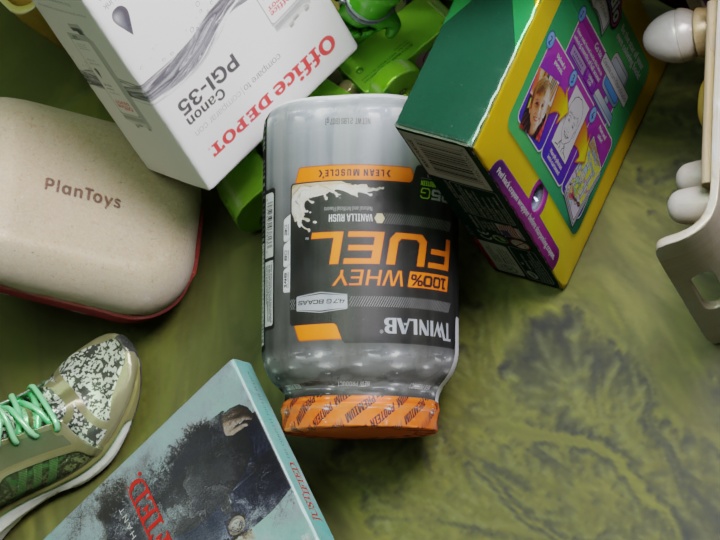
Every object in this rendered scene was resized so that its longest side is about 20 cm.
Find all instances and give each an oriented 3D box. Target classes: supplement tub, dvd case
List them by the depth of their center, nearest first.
[{"bbox_3d":[-0.111,0.171,1.679,0.200,0.022,0.146,-43,54,24],"label":"dvd case"},{"bbox_3d":[0.000,0.000,1.680,0.122,0.122,0.201,-4,81,21],"label":"supplement tub"}]

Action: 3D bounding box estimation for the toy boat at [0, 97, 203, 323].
[{"bbox_3d":[-0.209,-0.030,1.804,0.199,0.131,0.131,15,64,-17],"label":"toy boat"}]

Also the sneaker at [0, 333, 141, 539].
[{"bbox_3d":[-0.224,0.110,1.756,0.200,0.089,0.077,-43,57,-2],"label":"sneaker"}]

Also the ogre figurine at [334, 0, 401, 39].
[{"bbox_3d":[0.076,-0.208,1.726,0.199,0.120,0.099,-6,84,3],"label":"ogre figurine"}]

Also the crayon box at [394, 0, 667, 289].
[{"bbox_3d":[0.108,-0.110,1.659,0.058,0.200,0.173,16,72,27],"label":"crayon box"}]

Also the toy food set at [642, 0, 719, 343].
[{"bbox_3d":[0.203,-0.074,1.636,0.060,0.144,0.201,-3,64,20],"label":"toy food set"}]

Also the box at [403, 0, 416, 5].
[{"bbox_3d":[0.042,-0.288,1.804,0.110,0.035,0.201,-20,99,12],"label":"box"}]

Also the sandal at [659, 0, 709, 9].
[{"bbox_3d":[0.187,-0.191,1.686,0.075,0.200,0.048,3,79,54],"label":"sandal"}]

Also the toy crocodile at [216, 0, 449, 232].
[{"bbox_3d":[-0.013,-0.103,1.796,0.200,0.062,0.067,-44,57,-8],"label":"toy crocodile"}]

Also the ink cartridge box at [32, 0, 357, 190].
[{"bbox_3d":[-0.112,-0.174,1.712,0.147,0.200,0.083,-45,34,-18],"label":"ink cartridge box"}]

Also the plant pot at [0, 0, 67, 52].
[{"bbox_3d":[-0.175,-0.248,1.861,0.200,0.176,0.200,-45,56,-4],"label":"plant pot"}]
